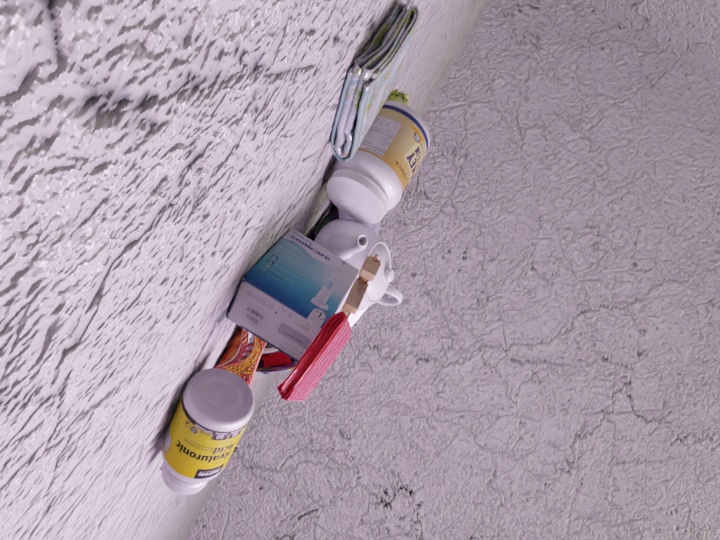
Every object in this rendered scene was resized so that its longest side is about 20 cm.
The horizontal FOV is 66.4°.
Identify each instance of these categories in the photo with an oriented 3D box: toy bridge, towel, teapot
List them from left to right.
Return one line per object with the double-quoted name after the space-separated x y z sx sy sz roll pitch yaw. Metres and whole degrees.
-0.063 0.136 0.839 0.145 0.022 0.200 -53 170 -10 "towel"
-0.008 0.040 0.920 0.201 0.027 0.068 -62 -179 44 "toy bridge"
0.000 0.000 1.069 0.199 0.144 0.201 -31 126 -57 "teapot"
0.020 -0.283 0.842 0.173 0.048 0.200 -59 179 -26 "towel"

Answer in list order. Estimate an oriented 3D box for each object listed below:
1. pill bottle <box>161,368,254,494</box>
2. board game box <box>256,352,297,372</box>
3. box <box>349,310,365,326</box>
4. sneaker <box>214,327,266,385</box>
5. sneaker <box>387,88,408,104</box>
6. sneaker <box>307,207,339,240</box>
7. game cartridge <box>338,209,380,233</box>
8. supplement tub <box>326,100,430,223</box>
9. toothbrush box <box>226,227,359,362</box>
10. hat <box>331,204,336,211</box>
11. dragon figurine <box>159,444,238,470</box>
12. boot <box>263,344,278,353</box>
-0.251 0.262 0.874 0.202 0.110 0.112 -61 179 30 "pill bottle"
-0.178 0.170 1.135 0.157 0.197 0.040 -8 93 -53 "board game box"
-0.058 0.027 1.315 0.102 0.112 0.200 -49 -149 6 "box"
-0.210 0.150 1.007 0.202 0.072 0.077 -57 -168 6 "sneaker"
0.068 -0.347 1.162 0.200 0.074 0.077 -106 -142 -77 "sneaker"
-0.078 -0.076 1.248 0.202 0.074 0.088 -59 174 -26 "sneaker"
-0.003 -0.144 1.278 0.134 0.040 0.203 -50 141 -47 "game cartridge"
0.034 -0.204 1.046 0.202 0.143 0.145 -60 179 -25 "supplement tub"
-0.103 0.035 0.898 0.086 0.145 0.201 -59 -179 32 "toothbrush box"
0.000 -0.198 1.389 0.203 0.080 0.201 -61 180 0 "hat"
-0.287 0.297 1.025 0.197 0.101 0.059 -18 -165 0 "dragon figurine"
-0.160 0.076 1.100 0.073 0.201 0.157 6 -76 58 "boot"
